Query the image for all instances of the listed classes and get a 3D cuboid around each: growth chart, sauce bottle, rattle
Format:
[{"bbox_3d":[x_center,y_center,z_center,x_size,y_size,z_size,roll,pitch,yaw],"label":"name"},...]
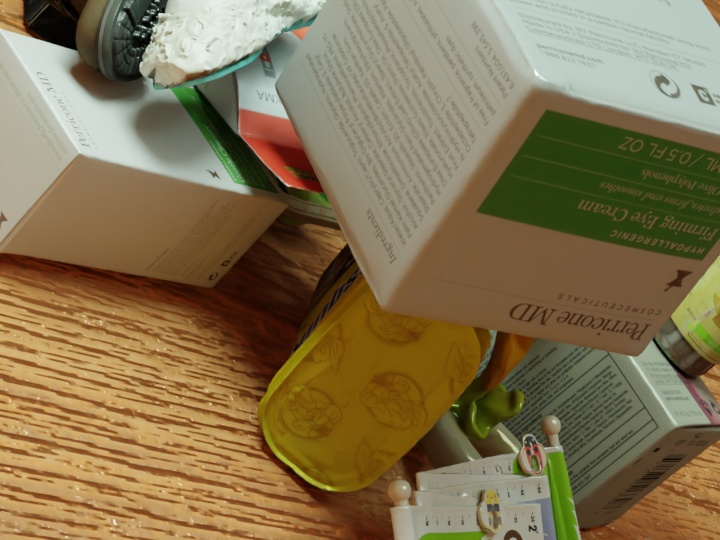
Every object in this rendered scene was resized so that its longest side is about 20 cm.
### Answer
[{"bbox_3d":[0.081,0.175,1.364,0.200,0.018,0.145,-12,87,-53],"label":"growth chart"},{"bbox_3d":[0.288,-0.007,1.550,0.065,0.200,0.065,40,24,-22],"label":"sauce bottle"},{"bbox_3d":[0.135,0.129,1.478,0.200,0.143,0.130,49,-2,23],"label":"rattle"}]

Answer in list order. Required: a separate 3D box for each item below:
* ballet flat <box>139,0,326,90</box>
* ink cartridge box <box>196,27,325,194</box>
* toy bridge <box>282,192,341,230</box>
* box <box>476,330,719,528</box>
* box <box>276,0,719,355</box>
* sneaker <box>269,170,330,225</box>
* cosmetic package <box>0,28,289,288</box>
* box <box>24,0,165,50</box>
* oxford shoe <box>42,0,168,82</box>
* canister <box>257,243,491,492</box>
[{"bbox_3d":[-0.078,-0.157,1.329,0.072,0.072,0.200,49,27,1],"label":"ballet flat"},{"bbox_3d":[-0.017,-0.103,1.408,0.162,0.050,0.200,11,22,-35],"label":"ink cartridge box"},{"bbox_3d":[0.000,0.000,1.524,0.200,0.067,0.027,40,24,-20],"label":"toy bridge"},{"bbox_3d":[0.146,0.067,1.599,0.109,0.128,0.200,6,47,-58],"label":"box"},{"bbox_3d":[0.095,-0.087,1.293,0.198,0.172,0.200,10,39,-35],"label":"box"},{"bbox_3d":[-0.039,-0.113,1.599,0.083,0.074,0.201,4,55,-23],"label":"sneaker"},{"bbox_3d":[-0.148,-0.061,1.331,0.200,0.085,0.108,12,38,-57],"label":"cosmetic package"},{"bbox_3d":[-0.145,-0.207,1.566,0.164,0.086,0.200,33,27,-31],"label":"box"},{"bbox_3d":[-0.157,-0.165,1.345,0.084,0.073,0.200,4,25,-3],"label":"oxford shoe"},{"bbox_3d":[0.018,0.032,1.405,0.086,0.149,0.200,39,22,-8],"label":"canister"}]
